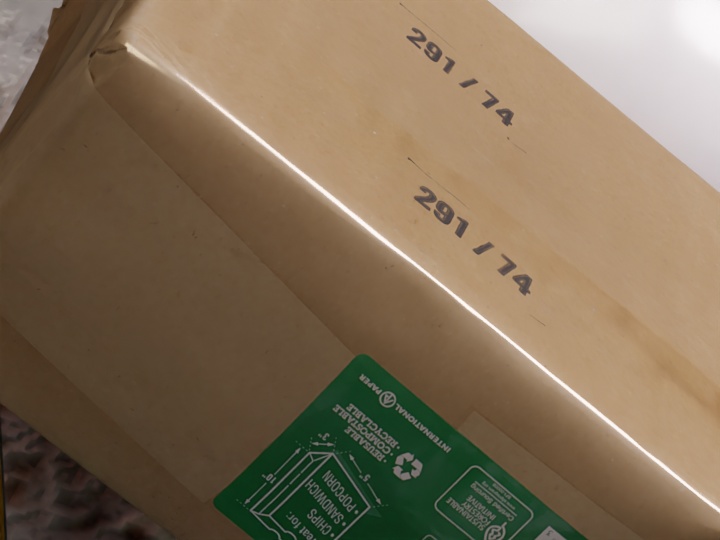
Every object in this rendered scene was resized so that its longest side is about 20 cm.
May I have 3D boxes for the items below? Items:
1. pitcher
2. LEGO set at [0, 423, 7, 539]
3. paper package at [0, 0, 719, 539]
[{"bbox_3d":[0.031,-0.076,0.899,0.199,0.172,0.122,10,58,2],"label":"pitcher"},{"bbox_3d":[-0.162,0.047,0.812,0.199,0.116,0.154,-2,21,-5],"label":"LEGO set"},{"bbox_3d":[0.000,0.000,0.780,0.200,0.103,0.191,39,25,-11],"label":"paper package"}]
